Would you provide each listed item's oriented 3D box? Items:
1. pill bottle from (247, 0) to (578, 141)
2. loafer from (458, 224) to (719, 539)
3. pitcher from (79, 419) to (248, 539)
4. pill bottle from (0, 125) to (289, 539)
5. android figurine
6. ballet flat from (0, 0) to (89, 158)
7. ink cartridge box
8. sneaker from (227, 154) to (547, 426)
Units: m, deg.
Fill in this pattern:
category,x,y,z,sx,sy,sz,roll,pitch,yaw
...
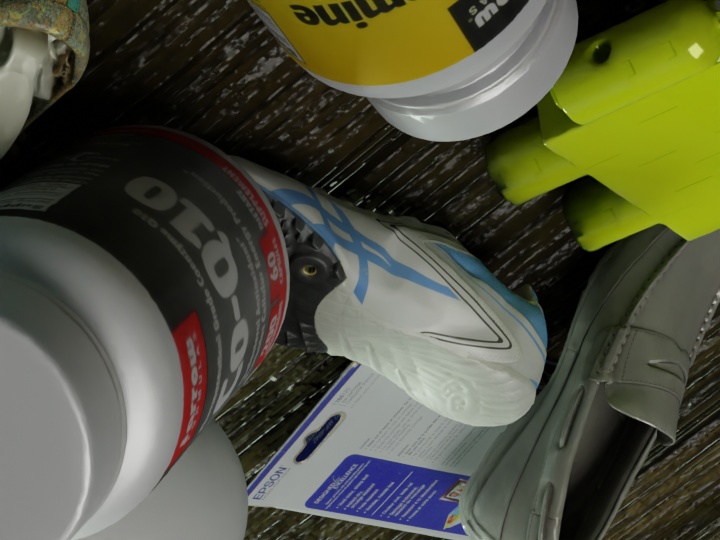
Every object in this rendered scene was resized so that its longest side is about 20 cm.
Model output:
category,x,y,z,sx,sy,sz,roll,pitch,yaw
pill bottle,0.002,-0.129,0.777,0.112,0.113,0.200,-32,143,7
loafer,0.122,0.054,1.064,0.070,0.070,0.201,26,95,-44
pitcher,-0.151,0.088,0.942,0.200,0.171,0.122,2,111,-60
pill bottle,-0.102,0.026,0.813,0.114,0.114,0.200,-45,-177,22
android figurine,0.156,-0.063,0.959,0.199,0.041,0.182,-21,149,29
ballet flat,-0.162,-0.037,0.825,0.070,0.071,0.200,20,123,-44
ink cartridge box,0.034,0.078,1.103,0.199,0.039,0.100,15,126,-44
sneaker,0.000,0.000,0.980,0.199,0.073,0.072,31,138,-35
